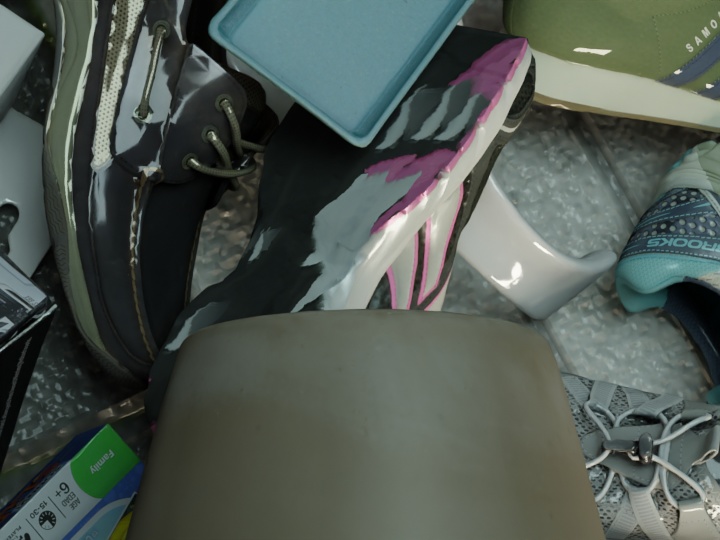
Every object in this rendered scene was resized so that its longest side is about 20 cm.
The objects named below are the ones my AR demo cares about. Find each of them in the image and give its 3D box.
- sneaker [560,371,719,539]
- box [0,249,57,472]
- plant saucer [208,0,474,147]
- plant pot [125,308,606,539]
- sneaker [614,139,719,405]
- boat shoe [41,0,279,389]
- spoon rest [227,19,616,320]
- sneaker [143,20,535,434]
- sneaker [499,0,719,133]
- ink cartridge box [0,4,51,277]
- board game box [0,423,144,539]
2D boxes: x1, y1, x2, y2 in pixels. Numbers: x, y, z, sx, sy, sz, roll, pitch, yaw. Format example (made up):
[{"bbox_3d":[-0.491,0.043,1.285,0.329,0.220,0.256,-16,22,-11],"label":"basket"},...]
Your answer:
[{"bbox_3d":[0.107,0.068,0.832,0.199,0.082,0.075,10,67,-15],"label":"sneaker"},{"bbox_3d":[-0.174,0.081,0.653,0.050,0.200,0.158,43,61,7],"label":"box"},{"bbox_3d":[0.026,-0.135,0.798,0.070,0.019,0.200,36,70,-1],"label":"plant saucer"},{"bbox_3d":[0.002,0.108,0.665,0.199,0.200,0.175,4,77,-19],"label":"plant pot"},{"bbox_3d":[0.185,0.043,0.883,0.200,0.078,0.086,40,64,8],"label":"sneaker"},{"bbox_3d":[-0.071,-0.058,0.791,0.073,0.074,0.202,-4,87,13],"label":"boat shoe"},{"bbox_3d":[0.021,-0.065,0.853,0.200,0.099,0.061,50,19,-1],"label":"spoon rest"},{"bbox_3d":[0.000,0.000,0.800,0.080,0.086,0.200,28,77,38],"label":"sneaker"},{"bbox_3d":[0.151,-0.108,0.898,0.199,0.090,0.067,5,25,-24],"label":"sneaker"},{"bbox_3d":[-0.194,-0.063,0.775,0.199,0.067,0.117,33,62,-7],"label":"ink cartridge box"},{"bbox_3d":[-0.113,0.168,0.726,0.136,0.034,0.200,49,61,-10],"label":"board game box"}]
